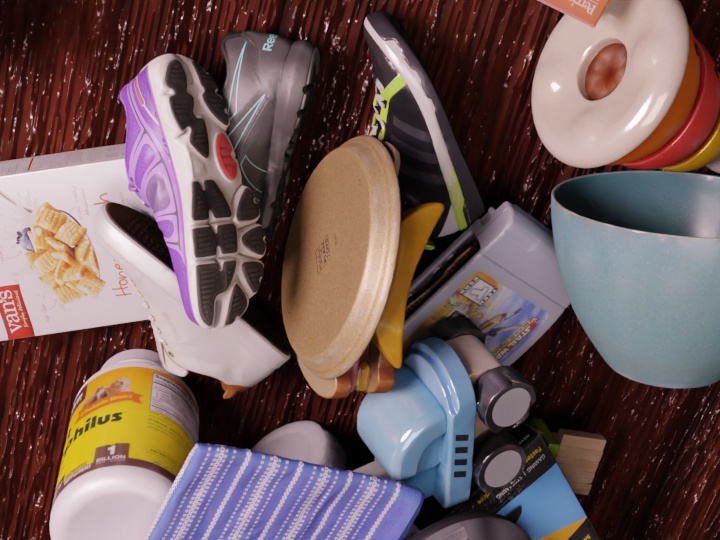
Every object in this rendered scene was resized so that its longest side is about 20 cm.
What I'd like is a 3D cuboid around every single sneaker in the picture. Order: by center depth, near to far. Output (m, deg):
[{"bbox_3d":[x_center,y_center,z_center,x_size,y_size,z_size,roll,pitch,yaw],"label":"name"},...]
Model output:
[{"bbox_3d":[-0.129,-0.054,0.858,0.083,0.080,0.204,-18,81,37],"label":"sneaker"},{"bbox_3d":[0.032,-0.100,0.909,0.082,0.072,0.202,-23,117,7],"label":"sneaker"},{"bbox_3d":[-0.090,-0.090,0.910,0.078,0.076,0.203,16,108,0],"label":"sneaker"},{"bbox_3d":[-0.148,0.034,0.911,0.084,0.073,0.200,-40,118,11],"label":"sneaker"}]

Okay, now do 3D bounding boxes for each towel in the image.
[{"bbox_3d":[-0.060,0.204,0.869,0.197,0.024,0.146,16,115,-28],"label":"towel"}]

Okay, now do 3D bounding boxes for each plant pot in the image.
[{"bbox_3d":[0.244,0.011,0.907,0.196,0.200,0.137,-1,109,-6],"label":"plant pot"}]

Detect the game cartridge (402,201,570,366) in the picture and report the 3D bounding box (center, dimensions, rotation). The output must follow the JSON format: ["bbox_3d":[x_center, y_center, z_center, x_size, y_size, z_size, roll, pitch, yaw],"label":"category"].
[{"bbox_3d":[0.094,0.039,0.983,0.132,0.042,0.200,30,115,-36],"label":"game cartridge"}]

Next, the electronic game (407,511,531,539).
[{"bbox_3d":[0.068,0.289,0.950,0.197,0.041,0.203,-15,119,-28],"label":"electronic game"}]

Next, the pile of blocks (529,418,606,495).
[{"bbox_3d":[0.124,0.177,1.068,0.196,0.062,0.083,-14,116,-9],"label":"pile of blocks"}]

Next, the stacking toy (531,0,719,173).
[{"bbox_3d":[0.244,-0.127,0.911,0.198,0.147,0.147,18,115,-36],"label":"stacking toy"}]

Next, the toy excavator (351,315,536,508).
[{"bbox_3d":[0.026,0.153,0.931,0.197,0.100,0.197,-14,126,-21],"label":"toy excavator"}]

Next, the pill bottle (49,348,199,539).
[{"bbox_3d":[-0.185,0.149,0.937,0.107,0.201,0.111,-3,118,-5],"label":"pill bottle"}]

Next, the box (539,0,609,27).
[{"bbox_3d":[0.150,-0.296,0.808,0.123,0.098,0.202,20,113,-16],"label":"box"}]

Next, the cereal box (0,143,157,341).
[{"bbox_3d":[-0.216,-0.025,0.936,0.196,0.040,0.146,-9,119,-2],"label":"cereal box"}]

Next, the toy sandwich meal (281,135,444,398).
[{"bbox_3d":[0.000,0.000,0.895,0.069,0.206,0.208,11,116,-25],"label":"toy sandwich meal"}]

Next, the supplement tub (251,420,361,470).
[{"bbox_3d":[-0.024,0.244,1.048,0.121,0.123,0.201,-32,115,10],"label":"supplement tub"}]

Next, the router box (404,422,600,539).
[{"bbox_3d":[0.101,0.246,1.008,0.199,0.051,0.150,-39,118,-10],"label":"router box"}]
